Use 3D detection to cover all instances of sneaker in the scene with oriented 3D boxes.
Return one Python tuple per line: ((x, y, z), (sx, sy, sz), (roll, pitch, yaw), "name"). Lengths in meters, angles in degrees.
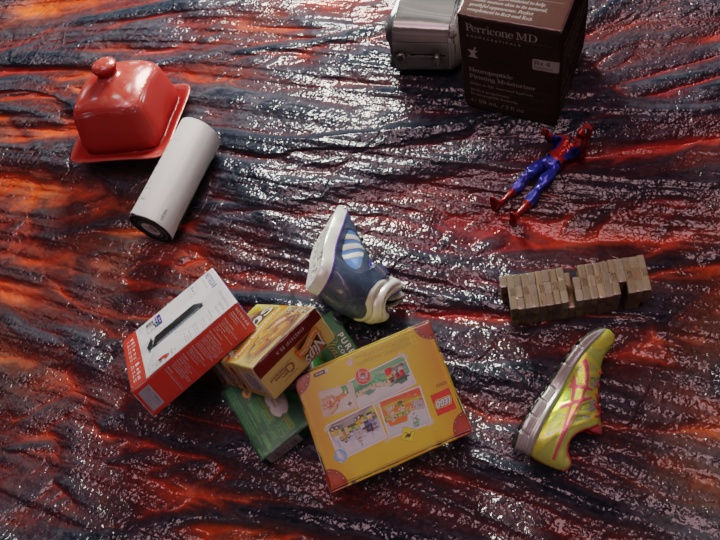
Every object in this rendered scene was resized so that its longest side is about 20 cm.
((0.279, 0.166, 0.918), (0.089, 0.078, 0.202), (33, 80, 17), "sneaker")
((0.000, 0.000, 1.073), (0.144, 0.081, 0.202), (29, 32, -12), "sneaker")

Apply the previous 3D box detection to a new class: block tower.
((0.293, 0.030, 0.989), (0.194, 0.054, 0.059), (-8, 61, 10), "block tower")

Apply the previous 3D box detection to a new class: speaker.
((-0.311, -0.156, 1.210), (0.079, 0.082, 0.204), (13, 66, 19), "speaker")

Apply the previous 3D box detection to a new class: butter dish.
((-0.424, -0.304, 1.261), (0.193, 0.150, 0.204), (-1, 50, 12), "butter dish")

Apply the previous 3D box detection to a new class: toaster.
((0.125, -0.438, 1.238), (0.125, 0.114, 0.205), (10, 64, 13), "toaster")

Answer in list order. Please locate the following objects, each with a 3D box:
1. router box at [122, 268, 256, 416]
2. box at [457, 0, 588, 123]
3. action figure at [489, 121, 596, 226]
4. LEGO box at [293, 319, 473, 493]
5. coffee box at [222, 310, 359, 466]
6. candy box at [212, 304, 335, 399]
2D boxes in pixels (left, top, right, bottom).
((-0.250, 0.093, 1.025), (0.178, 0.049, 0.199), (-41, 24, -9), "router box")
((0.257, -0.372, 1.120), (0.162, 0.201, 0.167), (17, 68, 21), "box")
((0.281, -0.168, 1.073), (0.199, 0.100, 0.065), (-42, 63, -13), "action figure")
((0.027, 0.175, 0.932), (0.195, 0.077, 0.153), (-21, 79, -4), "LEGO box")
((-0.084, 0.165, 1.013), (0.198, 0.044, 0.124), (-37, 62, -7), "coffee box")
((-0.129, 0.104, 0.972), (0.115, 0.056, 0.198), (-43, 19, -24), "candy box")
